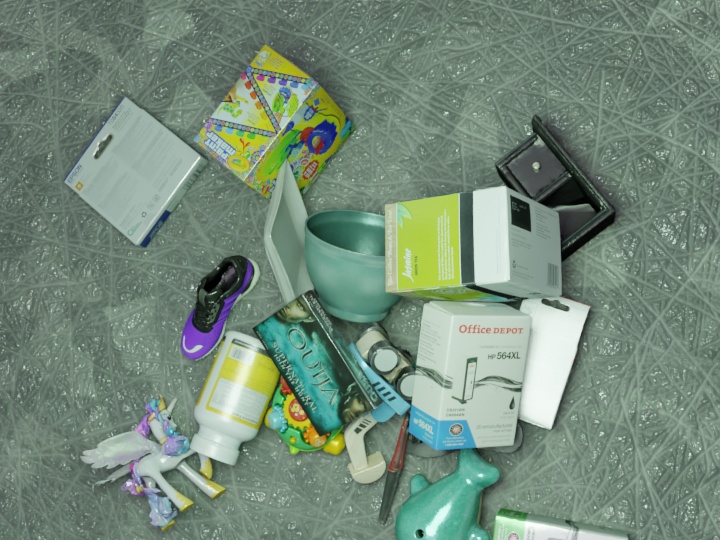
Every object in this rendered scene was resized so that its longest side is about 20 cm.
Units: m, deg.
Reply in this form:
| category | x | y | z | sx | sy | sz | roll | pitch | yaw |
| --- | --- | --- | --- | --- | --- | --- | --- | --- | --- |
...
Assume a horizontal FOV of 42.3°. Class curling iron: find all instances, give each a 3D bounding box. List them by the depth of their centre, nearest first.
| category | x | y | z | sx | sy | sz | roll | pitch | yaw |
| --- | --- | --- | --- | --- | --- | --- | --- | --- | --- |
| curling iron | 0.060 | 0.313 | 1.480 | 0.025 | 0.050 | 0.202 | 13 | 106 | -24 |

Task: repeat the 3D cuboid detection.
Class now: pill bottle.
| category | x | y | z | sx | sy | sz | roll | pitch | yaw |
| --- | --- | --- | --- | --- | --- | --- | --- | --- | --- |
| pill bottle | -0.205 | 0.209 | 1.527 | 0.111 | 0.112 | 0.202 | 19 | 79 | 15 |

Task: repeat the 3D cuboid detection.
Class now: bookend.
| category | x | y | z | sx | sy | sz | roll | pitch | yaw |
| --- | --- | --- | --- | --- | --- | --- | --- | --- | --- |
| bookend | 0.265 | -0.101 | 1.484 | 0.198 | 0.092 | 0.201 | -37 | 75 | 6 |

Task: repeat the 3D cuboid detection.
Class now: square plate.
| category | x | y | z | sx | sy | sz | roll | pitch | yaw |
| --- | --- | --- | --- | --- | --- | --- | --- | --- | --- |
| square plate | -0.111 | -0.040 | 1.467 | 0.028 | 0.199 | 0.201 | -8 | 40 | 11 |

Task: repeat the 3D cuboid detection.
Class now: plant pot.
| category | x | y | z | sx | sy | sz | roll | pitch | yaw |
| --- | --- | --- | --- | --- | --- | --- | --- | --- | --- |
| plant pot | 0.000 | 0.000 | 1.494 | 0.198 | 0.200 | 0.135 | 15 | 112 | 14 |

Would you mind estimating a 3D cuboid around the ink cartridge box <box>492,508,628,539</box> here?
| category | x | y | z | sx | sy | sz | roll | pitch | yaw |
| --- | --- | --- | --- | --- | --- | --- | --- | --- | --- |
| ink cartridge box | 0.296 | 0.451 | 1.401 | 0.198 | 0.084 | 0.148 | 6 | 83 | 14 |

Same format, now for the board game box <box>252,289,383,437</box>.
| category | x | y | z | sx | sy | sz | roll | pitch | yaw |
| --- | --- | --- | --- | --- | --- | --- | --- | --- | --- |
| board game box | -0.067 | 0.142 | 1.409 | 0.135 | 0.028 | 0.201 | -33 | 90 | 40 |

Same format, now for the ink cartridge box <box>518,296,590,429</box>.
| category | x | y | z | sx | sy | sz | roll | pitch | yaw |
| --- | --- | --- | --- | --- | --- | --- | --- | --- | --- |
| ink cartridge box | 0.281 | 0.137 | 1.468 | 0.108 | 0.050 | 0.202 | 19 | 86 | 16 |

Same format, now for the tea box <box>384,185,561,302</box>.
| category | x | y | z | sx | sy | sz | roll | pitch | yaw |
| --- | --- | --- | --- | --- | --- | --- | --- | --- | --- |
| tea box | 0.165 | -0.028 | 1.357 | 0.195 | 0.199 | 0.135 | -5 | 79 | 33 |

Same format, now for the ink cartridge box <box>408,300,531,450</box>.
| category | x | y | z | sx | sy | sz | roll | pitch | yaw |
| --- | --- | --- | --- | --- | --- | --- | --- | --- | --- |
| ink cartridge box | 0.162 | 0.153 | 1.377 | 0.145 | 0.084 | 0.202 | 1 | 100 | -27 |

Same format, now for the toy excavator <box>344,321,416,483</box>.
| category | x | y | z | sx | sy | sz | roll | pitch | yaw |
| --- | --- | --- | --- | --- | --- | --- | --- | --- | --- |
| toy excavator | 0.015 | 0.213 | 1.466 | 0.200 | 0.100 | 0.194 | -43 | 114 | 5 |

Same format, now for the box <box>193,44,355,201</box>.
| category | x | y | z | sx | sy | sz | roll | pitch | yaw |
| --- | --- | --- | --- | --- | --- | --- | --- | --- | --- |
| box | -0.136 | -0.226 | 1.534 | 0.122 | 0.200 | 0.193 | 39 | 92 | 21 |

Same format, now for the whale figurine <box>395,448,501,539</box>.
| category | x | y | z | sx | sy | sz | roll | pitch | yaw |
| --- | --- | --- | --- | --- | --- | --- | --- | --- | --- |
| whale figurine | 0.131 | 0.367 | 1.425 | 0.159 | 0.103 | 0.201 | 39 | 104 | 28 |

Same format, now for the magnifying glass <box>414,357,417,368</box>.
| category | x | y | z | sx | sy | sz | roll | pitch | yaw |
| --- | --- | --- | --- | --- | --- | --- | --- | --- | --- |
| magnifying glass | 0.126 | 0.097 | 1.504 | 0.022 | 0.080 | 0.201 | 26 | 76 | -8 |

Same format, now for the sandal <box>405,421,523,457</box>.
| category | x | y | z | sx | sy | sz | roll | pitch | yaw |
| --- | --- | --- | --- | --- | --- | --- | --- | --- | --- |
| sandal | 0.158 | 0.257 | 1.482 | 0.198 | 0.043 | 0.077 | -6 | 81 | 12 |

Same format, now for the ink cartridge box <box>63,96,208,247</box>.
| category | x | y | z | sx | sy | sz | roll | pitch | yaw |
| --- | --- | --- | --- | --- | --- | --- | --- | --- | --- |
| ink cartridge box | -0.404 | -0.178 | 1.676 | 0.200 | 0.043 | 0.197 | 38 | 93 | 17 |

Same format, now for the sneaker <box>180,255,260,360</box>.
| category | x | y | z | sx | sy | sz | roll | pitch | yaw |
| --- | --- | --- | --- | --- | --- | --- | --- | --- | --- |
| sneaker | -0.255 | 0.056 | 1.576 | 0.069 | 0.099 | 0.201 | 31 | 89 | 17 |

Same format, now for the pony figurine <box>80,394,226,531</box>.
| category | x | y | z | sx | sy | sz | roll | pitch | yaw |
| --- | --- | --- | --- | --- | --- | --- | --- | --- | --- |
| pony figurine | -0.347 | 0.324 | 1.550 | 0.192 | 0.167 | 0.201 | -29 | 70 | -26 |

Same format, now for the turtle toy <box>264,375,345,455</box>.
| category | x | y | z | sx | sy | sz | roll | pitch | yaw |
| --- | --- | --- | --- | --- | --- | --- | --- | --- | --- |
| turtle toy | -0.079 | 0.203 | 1.514 | 0.145 | 0.101 | 0.202 | 18 | 87 | 15 |
